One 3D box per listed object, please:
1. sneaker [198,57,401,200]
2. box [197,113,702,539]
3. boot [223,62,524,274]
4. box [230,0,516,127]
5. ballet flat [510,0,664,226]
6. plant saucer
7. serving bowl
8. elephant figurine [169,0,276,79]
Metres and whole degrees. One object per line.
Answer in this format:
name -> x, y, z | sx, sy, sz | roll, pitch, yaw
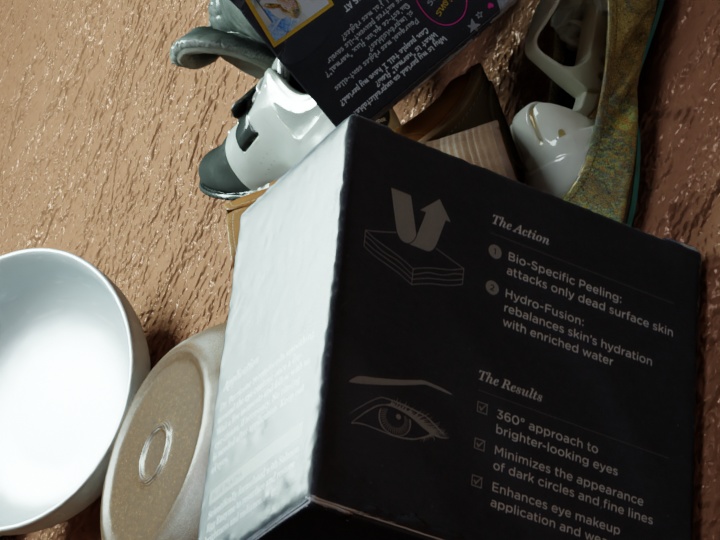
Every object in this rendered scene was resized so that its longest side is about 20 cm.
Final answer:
sneaker -> -0.036, -0.087, 1.670 | 0.200, 0.074, 0.089 | -5, 97, 58
box -> 0.044, 0.065, 1.316 | 0.117, 0.196, 0.200 | -39, 37, 50
boot -> 0.005, -0.046, 1.506 | 0.154, 0.074, 0.200 | -19, 9, 6
box -> 0.025, -0.167, 1.523 | 0.132, 0.115, 0.200 | -39, 5, 17
ballet flat -> 0.110, -0.088, 1.461 | 0.071, 0.071, 0.200 | -23, 51, 59
plant saucer -> -0.116, 0.120, 1.811 | 0.200, 0.037, 0.201 | -45, 34, 42
serving bowl -> -0.219, 0.089, 1.963 | 0.200, 0.066, 0.201 | -12, 67, 28
elephant figurine -> -0.052, -0.162, 1.753 | 0.200, 0.155, 0.141 | -4, 31, 51
